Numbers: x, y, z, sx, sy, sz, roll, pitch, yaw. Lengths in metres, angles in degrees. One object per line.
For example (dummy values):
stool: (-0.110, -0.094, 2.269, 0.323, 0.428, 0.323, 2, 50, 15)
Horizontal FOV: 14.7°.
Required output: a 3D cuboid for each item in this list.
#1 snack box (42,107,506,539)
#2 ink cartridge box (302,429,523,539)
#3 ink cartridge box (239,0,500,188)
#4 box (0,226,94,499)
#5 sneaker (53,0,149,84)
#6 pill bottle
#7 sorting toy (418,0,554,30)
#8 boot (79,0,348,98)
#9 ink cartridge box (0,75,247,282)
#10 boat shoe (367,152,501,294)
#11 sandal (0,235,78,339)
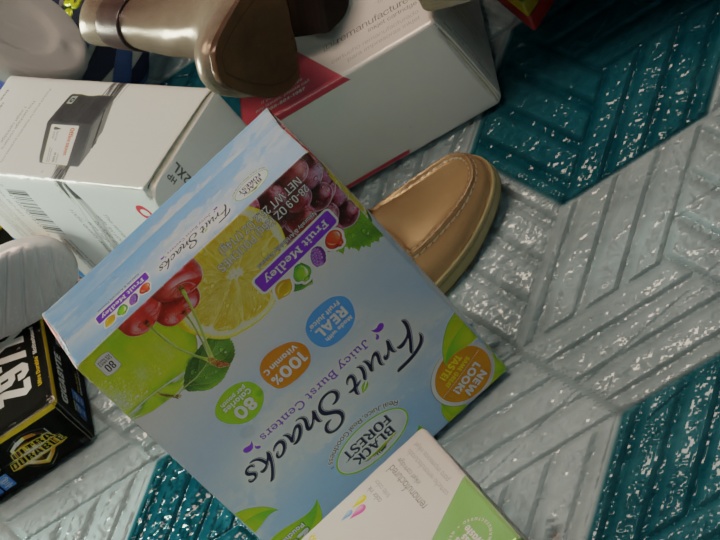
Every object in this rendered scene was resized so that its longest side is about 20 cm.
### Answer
snack box: (-0.044, 0.039, 1.514, 0.169, 0.200, 0.068, -43, 37, 1)
ink cartridge box: (-0.001, 0.192, 1.423, 0.200, 0.067, 0.117, -43, 37, -1)
ink cartridge box: (-0.004, -0.157, 1.767, 0.146, 0.083, 0.200, -30, 39, 17)
box: (-0.259, 0.075, 1.805, 0.160, 0.049, 0.200, -32, 38, 12)
sneaker: (-0.192, -0.124, 1.924, 0.074, 0.082, 0.200, 30, 96, 40)
pill bottle: (-0.273, -0.091, 1.858, 0.200, 0.114, 0.114, -55, 29, 30)
sorting toy: (0.137, -0.232, 1.701, 0.200, 0.070, 0.199, -14, 42, 14)
boot: (-0.103, -0.148, 1.671, 0.146, 0.070, 0.200, 4, 18, 24)
ink cartridge box: (-0.135, -0.043, 1.724, 0.200, 0.145, 0.084, 8, 58, 46)
boat shoe: (0.000, 0.000, 1.625, 0.200, 0.065, 0.071, -47, 37, -5)
sandal: (-0.271, 0.025, 1.768, 0.206, 0.079, 0.059, -25, 38, 10)
